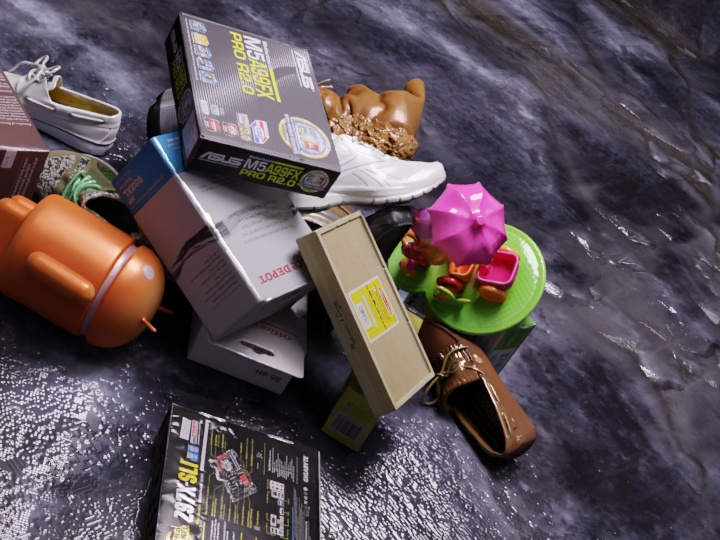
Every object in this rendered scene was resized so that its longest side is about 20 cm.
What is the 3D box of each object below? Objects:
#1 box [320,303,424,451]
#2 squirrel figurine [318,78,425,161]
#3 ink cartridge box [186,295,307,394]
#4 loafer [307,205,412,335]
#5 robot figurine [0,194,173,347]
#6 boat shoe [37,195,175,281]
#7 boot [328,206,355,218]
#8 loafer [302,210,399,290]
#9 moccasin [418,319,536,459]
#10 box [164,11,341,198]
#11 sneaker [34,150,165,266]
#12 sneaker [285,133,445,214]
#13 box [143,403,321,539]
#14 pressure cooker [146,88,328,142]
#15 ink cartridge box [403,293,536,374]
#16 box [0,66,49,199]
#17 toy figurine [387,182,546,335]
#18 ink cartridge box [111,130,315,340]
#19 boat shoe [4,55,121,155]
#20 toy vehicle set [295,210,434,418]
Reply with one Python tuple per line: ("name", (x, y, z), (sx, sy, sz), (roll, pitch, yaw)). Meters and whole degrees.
("box", (0.017, 0.113, 1.384), (0.050, 0.075, 0.200), (30, 32, -1))
("squirrel figurine", (-0.016, -0.203, 1.742), (0.185, 0.142, 0.200), (18, 31, -10))
("ink cartridge box", (-0.122, 0.056, 1.345), (0.115, 0.067, 0.201), (23, 32, -16))
("loafer", (0.000, 0.000, 1.404), (0.068, 0.201, 0.071), (-7, 60, -44))
("robot figurine", (-0.282, 0.001, 1.237), (0.199, 0.144, 0.117), (31, 58, -2))
("boat shoe", (-0.261, -0.076, 1.385), (0.199, 0.091, 0.071), (30, 31, -3))
("boot", (-0.096, -0.086, 1.570), (0.199, 0.074, 0.076), (28, 37, -12))
("loafer", (-0.029, -0.018, 1.524), (0.199, 0.075, 0.070), (22, 28, -16))
("moccasin", (0.120, 0.139, 1.445), (0.077, 0.074, 0.202), (0, 51, -52))
("box", (-0.116, -0.175, 1.295), (0.159, 0.044, 0.201), (11, 44, -28))
("sneaker", (-0.280, -0.078, 1.308), (0.199, 0.077, 0.089), (28, -4, 17))
("sneaker", (-0.002, -0.110, 1.359), (0.198, 0.088, 0.074), (-4, 0, -14))
("box", (-0.115, 0.226, 1.131), (0.159, 0.050, 0.201), (19, 34, -16))
("pressure cooker", (-0.132, -0.146, 1.450), (0.179, 0.199, 0.177), (-65, 141, -73))
("ink cartridge box", (0.118, 0.037, 1.548), (0.059, 0.104, 0.200), (-4, 46, -45))
("box", (-0.420, -0.157, 1.351), (0.075, 0.100, 0.200), (0, 44, -41))
("toy figurine", (0.106, -0.036, 1.420), (0.199, 0.184, 0.151), (14, 68, 22))
("ink cartridge box", (-0.139, -0.046, 1.278), (0.201, 0.084, 0.145), (56, 33, 7))
("boat shoe", (-0.381, -0.216, 1.481), (0.201, 0.086, 0.075), (25, 32, -12))
("toy vehicle set", (0.008, 0.042, 1.297), (0.201, 0.026, 0.124), (66, 25, -1))
